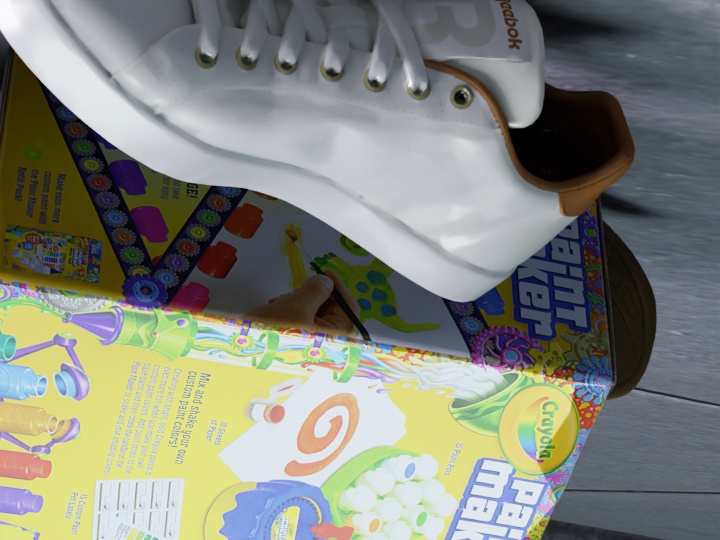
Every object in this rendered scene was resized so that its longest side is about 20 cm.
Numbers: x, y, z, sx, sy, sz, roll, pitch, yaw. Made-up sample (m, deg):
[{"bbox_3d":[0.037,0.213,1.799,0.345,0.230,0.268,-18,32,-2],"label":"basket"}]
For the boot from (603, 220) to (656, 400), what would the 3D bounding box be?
[{"bbox_3d":[0.000,0.000,1.014,0.200,0.073,0.155,19,167,-35],"label":"boot"}]

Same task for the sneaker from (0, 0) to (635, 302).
[{"bbox_3d":[-0.006,-0.061,0.693,0.085,0.073,0.200,-34,141,31],"label":"sneaker"}]

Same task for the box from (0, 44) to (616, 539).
[{"bbox_3d":[-0.039,0.045,0.866,0.192,0.122,0.200,11,133,-10],"label":"box"}]
